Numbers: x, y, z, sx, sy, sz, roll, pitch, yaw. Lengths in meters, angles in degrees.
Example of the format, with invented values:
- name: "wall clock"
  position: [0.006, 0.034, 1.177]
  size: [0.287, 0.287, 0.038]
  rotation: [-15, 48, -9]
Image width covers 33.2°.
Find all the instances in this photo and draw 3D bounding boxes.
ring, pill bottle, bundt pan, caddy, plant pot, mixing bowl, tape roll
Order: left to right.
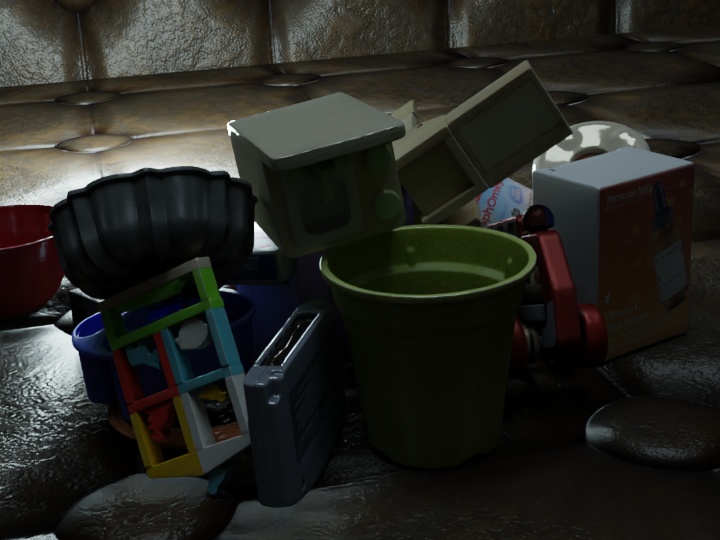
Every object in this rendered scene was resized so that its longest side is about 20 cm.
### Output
- name: "mixing bowl"
  position: [-0.458, -0.006, 1.544]
  size: [0.198, 0.110, 0.200]
  rotation: [-2, 19, 1]
- name: "bundt pan"
  position: [-0.190, -0.023, 1.138]
  size: [0.199, 0.077, 0.202]
  rotation: [-10, -19, -4]
- name: "caddy"
  position: [-0.198, 0.071, 1.239]
  size: [0.199, 0.106, 0.141]
  rotation: [-21, 25, -41]
- name: "ring"
  position: [-0.157, 0.139, 1.232]
  size: [0.198, 0.019, 0.201]
  rotation: [-3, 19, 1]
- name: "tape roll"
  position: [0.000, 0.000, 1.329]
  size: [0.084, 0.202, 0.200]
  rotation: [3, 20, 17]
- name: "plant pot"
  position: [0.066, 0.074, 1.133]
  size: [0.198, 0.186, 0.201]
  rotation: [-3, 20, 1]
- name: "pill bottle"
  position: [0.151, -0.078, 1.550]
  size: [0.198, 0.110, 0.109]
  rotation: [24, 15, -12]

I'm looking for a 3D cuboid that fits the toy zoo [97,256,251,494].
- name: "toy zoo"
  position: [-0.160, 0.104, 1.088]
  size: [0.130, 0.202, 0.020]
  rotation: [-21, -7, 31]

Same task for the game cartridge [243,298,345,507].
- name: "game cartridge"
  position: [-0.056, 0.122, 1.090]
  size: [0.041, 0.135, 0.200]
  rotation: [2, 19, 13]

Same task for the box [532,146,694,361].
- name: "box"
  position: [0.280, -0.020, 1.345]
  size: [0.151, 0.202, 0.106]
  rotation: [-16, 23, -30]

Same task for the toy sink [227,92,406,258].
- name: "toy sink"
  position: [-0.036, -0.089, 1.163]
  size: [0.129, 0.113, 0.200]
  rotation: [-17, 21, -14]

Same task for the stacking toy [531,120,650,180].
- name: "stacking toy"
  position: [0.300, -0.073, 1.520]
  size: [0.144, 0.201, 0.147]
  rotation: [-10, 45, 10]

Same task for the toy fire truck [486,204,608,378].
- name: "toy fire truck"
  position: [0.175, 0.022, 1.251]
  size: [0.111, 0.170, 0.200]
  rotation: [-7, -3, -10]

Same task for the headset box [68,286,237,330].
- name: "headset box"
  position: [-0.217, 0.045, 1.418]
  size: [0.199, 0.076, 0.148]
  rotation: [-20, 25, -39]

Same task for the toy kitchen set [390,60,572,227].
- name: "toy kitchen set"
  position: [0.138, -0.118, 1.280]
  size: [0.180, 0.164, 0.200]
  rotation: [-33, 17, 13]

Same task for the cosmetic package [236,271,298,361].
- name: "cosmetic package"
  position: [-0.072, 0.021, 1.415]
  size: [0.080, 0.114, 0.200]
  rotation: [2, 18, 18]

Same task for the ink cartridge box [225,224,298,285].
- name: "ink cartridge box"
  position: [-0.145, -0.029, 1.333]
  size: [0.194, 0.044, 0.200]
  rotation: [-2, 17, 18]

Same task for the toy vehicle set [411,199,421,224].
- name: "toy vehicle set"
  position: [0.036, -0.066, 1.418]
  size: [0.124, 0.200, 0.027]
  rotation: [-33, 20, 30]
